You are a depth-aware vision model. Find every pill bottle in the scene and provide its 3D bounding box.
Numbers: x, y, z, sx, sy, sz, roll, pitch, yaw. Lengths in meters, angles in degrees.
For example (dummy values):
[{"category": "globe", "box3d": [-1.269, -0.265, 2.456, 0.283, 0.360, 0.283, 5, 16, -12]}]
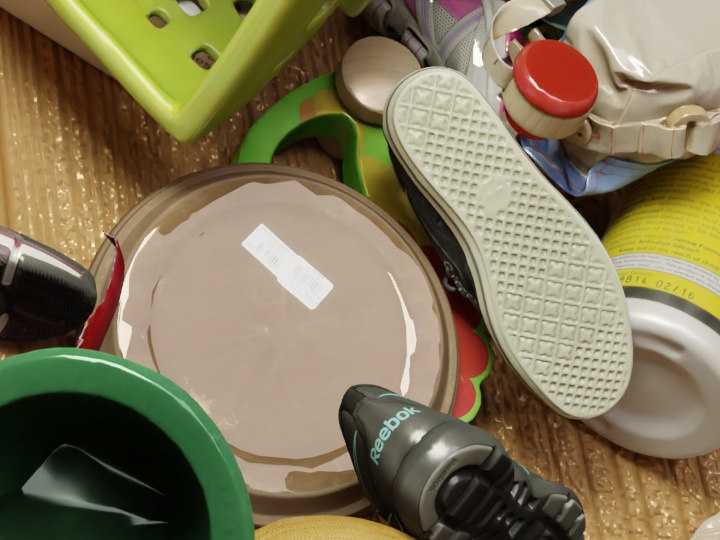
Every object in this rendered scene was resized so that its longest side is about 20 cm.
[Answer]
[{"category": "pill bottle", "box3d": [0.186, -0.003, 1.469, 0.111, 0.111, 0.200, 33, 51, -6]}]

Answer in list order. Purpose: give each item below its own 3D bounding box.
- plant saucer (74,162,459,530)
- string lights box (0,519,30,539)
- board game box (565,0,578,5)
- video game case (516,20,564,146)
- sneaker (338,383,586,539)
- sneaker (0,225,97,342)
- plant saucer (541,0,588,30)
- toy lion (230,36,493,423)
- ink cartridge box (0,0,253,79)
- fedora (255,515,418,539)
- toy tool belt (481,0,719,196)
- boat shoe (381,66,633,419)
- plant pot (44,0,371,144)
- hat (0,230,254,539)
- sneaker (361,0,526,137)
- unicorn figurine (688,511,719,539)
[{"category": "plant saucer", "box3d": [-0.043, 0.035, 1.336, 0.199, 0.029, 0.201, 5, 68, -13]}, {"category": "string lights box", "box3d": [-0.191, 0.119, 1.222, 0.200, 0.059, 0.103, 35, 50, -5]}, {"category": "board game box", "box3d": [0.147, -0.298, 1.441, 0.199, 0.200, 0.201, -22, 71, 2]}, {"category": "video game case", "box3d": [0.129, -0.170, 1.603, 0.182, 0.022, 0.201, -12, 68, -34]}, {"category": "sneaker", "box3d": [0.051, 0.110, 1.302, 0.079, 0.200, 0.075, 35, 80, 33]}, {"category": "sneaker", "box3d": [-0.220, -0.042, 1.300, 0.199, 0.076, 0.116, 16, 51, -18]}, {"category": "plant saucer", "box3d": [0.170, -0.214, 1.553, 0.199, 0.027, 0.201, -9, 60, 15]}, {"category": "toy lion", "box3d": [0.000, 0.000, 1.406, 0.191, 0.069, 0.200, -34, 80, -31]}, {"category": "ink cartridge box", "box3d": [-0.098, -0.197, 1.455, 0.146, 0.084, 0.200, 32, 52, -5]}, {"category": "fedora", "box3d": [-0.018, 0.215, 1.225, 0.199, 0.082, 0.202, 3, 81, -16]}, {"category": "toy tool belt", "box3d": [0.132, -0.092, 1.420, 0.200, 0.123, 0.125, -28, 71, -39]}, {"category": "boat shoe", "box3d": [0.075, -0.015, 1.369, 0.074, 0.062, 0.201, -34, 95, -8]}, {"category": "plant pot", "box3d": [-0.056, -0.216, 1.314, 0.200, 0.199, 0.181, 49, 47, 9]}, {"category": "hat", "box3d": [-0.126, 0.110, 1.213, 0.166, 0.176, 0.200, 43, 88, -3]}, {"category": "sneaker", "box3d": [0.043, -0.150, 1.508, 0.088, 0.081, 0.201, -14, 68, 8]}, {"category": "unicorn figurine", "box3d": [0.241, 0.129, 1.450, 0.137, 0.074, 0.201, 15, 40, -8]}]
